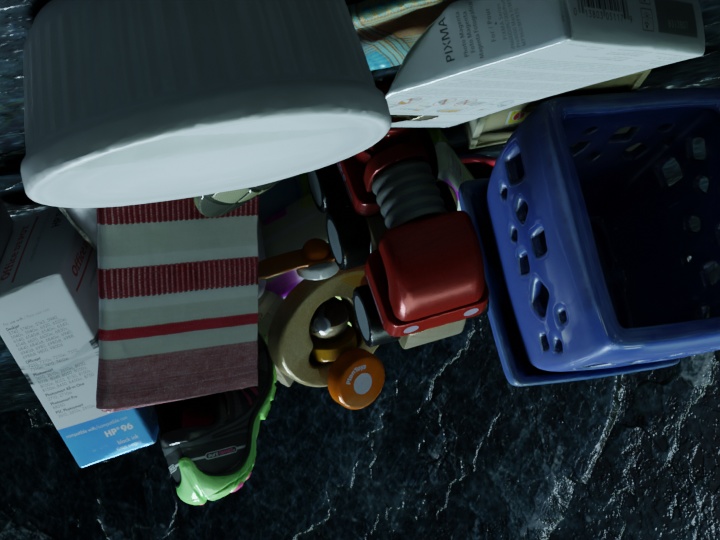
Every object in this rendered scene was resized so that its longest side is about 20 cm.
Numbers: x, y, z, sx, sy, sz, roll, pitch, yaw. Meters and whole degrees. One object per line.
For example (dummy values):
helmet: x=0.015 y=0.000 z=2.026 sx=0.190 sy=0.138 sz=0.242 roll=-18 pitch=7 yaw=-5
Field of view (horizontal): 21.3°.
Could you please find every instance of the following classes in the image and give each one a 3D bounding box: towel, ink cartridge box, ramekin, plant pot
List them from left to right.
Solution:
ink cartridge box: x=-0.215 y=0.029 z=1.418 sx=0.068 sy=0.201 sz=0.116 roll=-19 pitch=-151 yaw=14
towel: x=-0.130 y=-0.007 z=1.351 sx=0.023 sy=0.201 sz=0.144 roll=7 pitch=-171 yaw=43
ramekin: x=-0.088 y=-0.101 z=1.023 sx=0.201 sy=0.095 sz=0.202 roll=-11 pitch=174 yaw=-1
towel: x=0.028 y=-0.146 z=1.171 sx=0.199 sy=0.022 sz=0.147 roll=-14 pitch=174 yaw=18
ink cartridge box: x=0.085 y=-0.131 z=1.166 sx=0.199 sy=0.057 sz=0.162 roll=-8 pitch=177 yaw=38
plant pot: x=0.196 y=-0.016 z=1.491 sx=0.199 sy=0.201 sz=0.180 roll=-5 pitch=164 yaw=-31

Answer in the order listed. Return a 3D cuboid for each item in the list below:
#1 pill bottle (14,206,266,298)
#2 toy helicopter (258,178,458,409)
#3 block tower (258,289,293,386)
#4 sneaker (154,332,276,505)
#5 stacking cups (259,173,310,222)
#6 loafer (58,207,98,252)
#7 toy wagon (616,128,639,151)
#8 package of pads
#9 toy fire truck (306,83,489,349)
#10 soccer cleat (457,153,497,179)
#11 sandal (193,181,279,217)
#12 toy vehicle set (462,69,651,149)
pill bottle: x=-0.185 y=-0.014 z=1.529 sx=0.199 sy=0.120 sz=0.120 roll=-12 pitch=174 yaw=8
toy helicopter: x=0.000 y=0.000 z=1.500 sx=0.200 sy=0.132 sz=0.079 roll=-49 pitch=-142 yaw=-11
block tower: x=-0.131 y=0.025 z=1.597 sx=0.199 sy=0.054 sz=0.058 roll=27 pitch=163 yaw=24
sneaker: x=-0.112 y=0.087 z=1.450 sx=0.076 sy=0.084 sz=0.200 roll=-19 pitch=-148 yaw=12
stacking cups: x=-0.074 y=-0.063 z=1.629 sx=0.199 sy=0.061 sz=0.060 roll=-5 pitch=172 yaw=-17
loafer: x=-0.166 y=-0.038 z=1.362 sx=0.073 sy=0.073 sz=0.200 roll=-25 pitch=149 yaw=17
toy wagon: x=0.174 y=-0.064 z=1.698 sx=0.200 sy=0.040 sz=0.155 roll=-40 pitch=179 yaw=12
package of pads: x=0.019 y=-0.017 z=1.617 sx=0.199 sy=0.068 sz=0.155 roll=-29 pitch=137 yaw=13
toy fire truck: x=0.049 y=-0.062 z=1.370 sx=0.128 sy=0.177 sz=0.200 roll=-15 pitch=159 yaw=-11
soccer cleat: x=0.038 y=-0.068 z=1.714 sx=0.199 sy=0.069 sz=0.073 roll=-14 pitch=175 yaw=-23
sandal: x=-0.060 y=-0.090 z=1.274 sx=0.080 sy=0.057 sz=0.201 roll=-29 pitch=-172 yaw=30
toy vehicle set: x=0.147 y=-0.134 z=1.477 sx=0.124 sy=0.027 sz=0.200 roll=-11 pitch=174 yaw=-2
